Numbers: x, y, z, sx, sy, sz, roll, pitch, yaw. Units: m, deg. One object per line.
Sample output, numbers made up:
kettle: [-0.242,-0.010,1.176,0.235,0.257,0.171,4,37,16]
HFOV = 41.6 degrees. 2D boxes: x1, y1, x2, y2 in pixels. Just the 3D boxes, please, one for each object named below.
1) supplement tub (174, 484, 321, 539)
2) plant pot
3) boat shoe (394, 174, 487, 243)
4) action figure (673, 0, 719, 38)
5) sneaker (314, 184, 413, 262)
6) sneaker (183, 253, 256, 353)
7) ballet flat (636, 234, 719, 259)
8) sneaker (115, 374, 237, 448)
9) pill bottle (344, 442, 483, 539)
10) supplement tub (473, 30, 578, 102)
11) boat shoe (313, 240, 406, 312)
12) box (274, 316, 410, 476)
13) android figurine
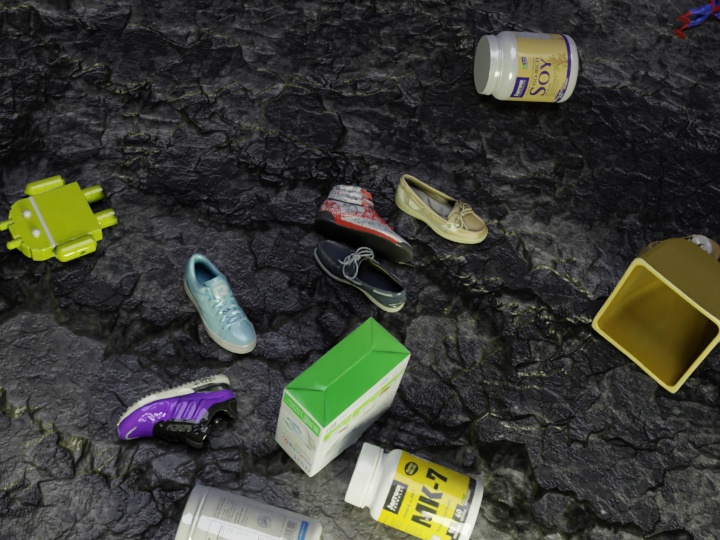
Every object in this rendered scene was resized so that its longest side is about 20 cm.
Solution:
supplement tub: [-0.165,0.402,1.383,0.197,0.133,0.133,16,54,2]
plant pot: [0.584,0.058,1.739,0.195,0.196,0.199,42,49,19]
boat shoe: [0.160,-0.121,1.852,0.199,0.063,0.073,31,55,11]
action figure: [0.871,-0.625,2.342,0.099,0.066,0.199,37,58,26]
sneaker: [0.020,-0.096,1.806,0.199,0.068,0.109,20,56,7]
sneaker: [-0.247,0.054,1.639,0.073,0.082,0.200,-32,66,-27]
ballet flat: [0.646,-0.039,1.889,0.197,0.063,0.069,-12,59,-19]
sneaker: [-0.285,0.241,1.510,0.198,0.070,0.100,-19,63,-22]
pill bottle: [0.082,0.349,1.478,0.197,0.115,0.115,20,54,4]
supplement tub: [0.359,-0.443,2.066,0.196,0.146,0.147,0,55,-10]
boat shoe: [0.000,0.000,1.737,0.199,0.062,0.075,39,59,17]
box: [-0.029,0.205,1.518,0.097,0.177,0.199,42,58,18]
android figurine: [-0.548,-0.091,1.710,0.198,0.041,0.183,-20,62,-25]
